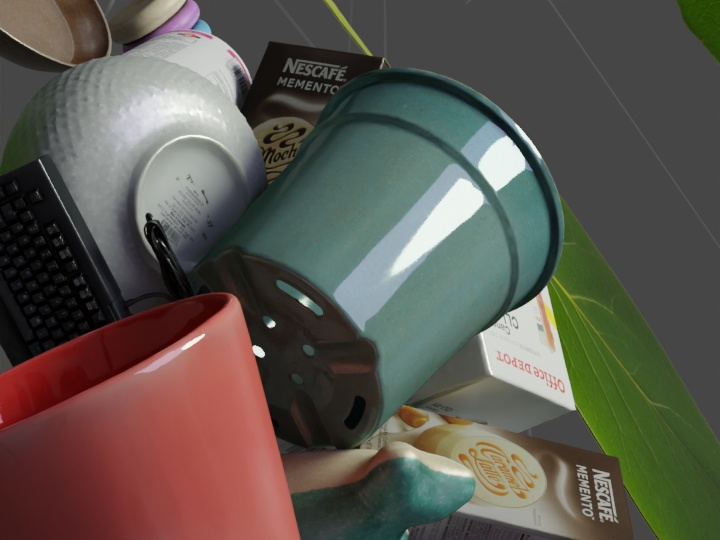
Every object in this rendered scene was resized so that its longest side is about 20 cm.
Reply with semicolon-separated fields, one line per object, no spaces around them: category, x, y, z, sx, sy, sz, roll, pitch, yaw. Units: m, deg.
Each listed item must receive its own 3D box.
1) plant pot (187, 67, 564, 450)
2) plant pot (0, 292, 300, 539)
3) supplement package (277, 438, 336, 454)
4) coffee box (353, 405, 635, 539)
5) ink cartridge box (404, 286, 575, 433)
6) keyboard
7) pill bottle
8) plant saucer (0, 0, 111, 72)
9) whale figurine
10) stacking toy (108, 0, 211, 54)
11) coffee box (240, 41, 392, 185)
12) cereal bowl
plant pot;0.000;0.000;0.825;0.200;0.200;0.196;55;47;-10
plant pot;-0.120;0.131;0.648;0.177;0.200;0.200;66;18;-9
supplement package;-0.015;0.064;1.077;0.121;0.120;0.200;46;23;-31
coffee box;0.087;0.173;0.919;0.200;0.080;0.114;14;29;-4
ink cartridge box;0.091;0.024;1.040;0.145;0.083;0.200;25;48;-50
keyboard;-0.151;0.027;0.752;0.021;0.127;0.200;-114;179;-74
pill bottle;-0.162;-0.120;1.007;0.113;0.113;0.200;55;20;-10
plant saucer;-0.278;-0.223;0.973;0.200;0.034;0.200;43;21;-20
whale figurine;-0.024;0.167;0.778;0.159;0.200;0.104;27;49;-43
stacking toy;-0.145;-0.169;1.185;0.200;0.085;0.085;54;19;-25
coffee box;-0.049;-0.074;1.019;0.080;0.113;0.200;46;60;-57
cereal bowl;-0.135;-0.045;0.852;0.200;0.083;0.200;-6;98;-45
